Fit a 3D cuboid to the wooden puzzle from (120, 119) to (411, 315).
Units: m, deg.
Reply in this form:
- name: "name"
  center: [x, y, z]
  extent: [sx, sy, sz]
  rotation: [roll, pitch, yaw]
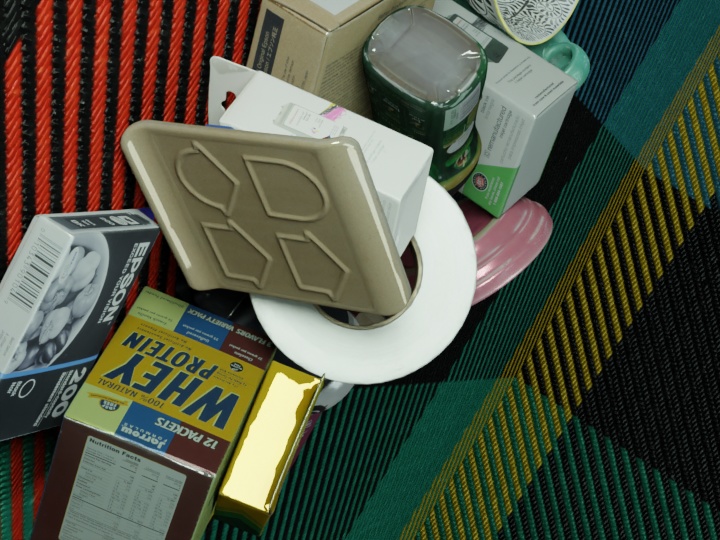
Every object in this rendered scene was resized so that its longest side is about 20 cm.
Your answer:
- name: "wooden puzzle"
  center: [-0.069, -0.048, 1.208]
  extent: [0.046, 0.200, 0.185]
  rotation: [-64, 148, -37]

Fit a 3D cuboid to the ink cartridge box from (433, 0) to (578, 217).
- name: "ink cartridge box"
  center: [0.096, -0.171, 1.528]
  extent: [0.084, 0.200, 0.146]
  rotation: [-41, 158, -37]

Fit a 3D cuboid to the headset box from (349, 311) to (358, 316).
- name: "headset box"
  center: [-0.012, 0.057, 1.872]
  extent: [0.149, 0.077, 0.200]
  rotation: [-31, 149, -58]

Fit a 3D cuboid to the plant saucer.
- name: "plant saucer"
  center: [0.101, -0.021, 1.591]
  extent: [0.200, 0.051, 0.201]
  rotation: [-29, -162, 10]

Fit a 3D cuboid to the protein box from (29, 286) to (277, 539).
- name: "protein box"
  center: [-0.186, 0.164, 1.360]
  extent: [0.199, 0.135, 0.200]
  rotation: [-67, 180, -55]

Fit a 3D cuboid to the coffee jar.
- name: "coffee jar"
  center: [0.058, -0.142, 1.368]
  extent: [0.085, 0.104, 0.200]
  rotation: [-49, 164, -17]

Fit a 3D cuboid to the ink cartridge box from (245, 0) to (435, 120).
- name: "ink cartridge box"
  center: [-0.019, -0.197, 1.360]
  extent: [0.200, 0.075, 0.165]
  rotation: [-40, 156, -45]

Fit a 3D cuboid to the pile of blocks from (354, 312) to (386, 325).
- name: "pile of blocks"
  center: [-0.053, 0.071, 1.590]
  extent: [0.062, 0.200, 0.082]
  rotation: [45, 54, -74]

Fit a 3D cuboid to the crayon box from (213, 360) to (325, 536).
- name: "crayon box"
  center: [-0.082, 0.157, 1.350]
  extent: [0.200, 0.051, 0.127]
  rotation: [115, -3, -72]

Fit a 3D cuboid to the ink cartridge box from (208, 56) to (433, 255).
- name: "ink cartridge box"
  center: [-0.050, -0.082, 1.246]
  extent: [0.068, 0.200, 0.117]
  rotation: [-57, 167, -34]

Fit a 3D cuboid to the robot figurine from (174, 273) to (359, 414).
- name: "robot figurine"
  center: [-0.085, 0.055, 1.470]
  extent: [0.125, 0.200, 0.150]
  rotation: [-31, -145, 22]

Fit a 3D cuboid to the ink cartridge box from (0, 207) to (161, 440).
- name: "ink cartridge box"
  center: [-0.237, 0.042, 1.237]
  extent: [0.198, 0.043, 0.200]
  rotation: [-61, 165, 14]

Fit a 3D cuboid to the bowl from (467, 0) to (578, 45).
- name: "bowl"
  center: [0.143, -0.328, 1.507]
  extent: [0.201, 0.094, 0.201]
  rotation: [-29, 126, -48]

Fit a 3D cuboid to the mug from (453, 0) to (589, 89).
- name: "mug"
  center: [0.140, -0.220, 1.620]
  extent: [0.114, 0.152, 0.185]
  rotation: [-53, -171, -7]

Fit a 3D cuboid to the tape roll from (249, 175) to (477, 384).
- name: "tape roll"
  center: [0.000, 0.000, 1.350]
  extent: [0.203, 0.202, 0.071]
  rotation: [-56, 178, -3]

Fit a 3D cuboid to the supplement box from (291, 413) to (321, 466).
- name: "supplement box"
  center: [-0.098, 0.128, 1.691]
  extent: [0.200, 0.110, 0.086]
  rotation: [-61, 164, 14]
